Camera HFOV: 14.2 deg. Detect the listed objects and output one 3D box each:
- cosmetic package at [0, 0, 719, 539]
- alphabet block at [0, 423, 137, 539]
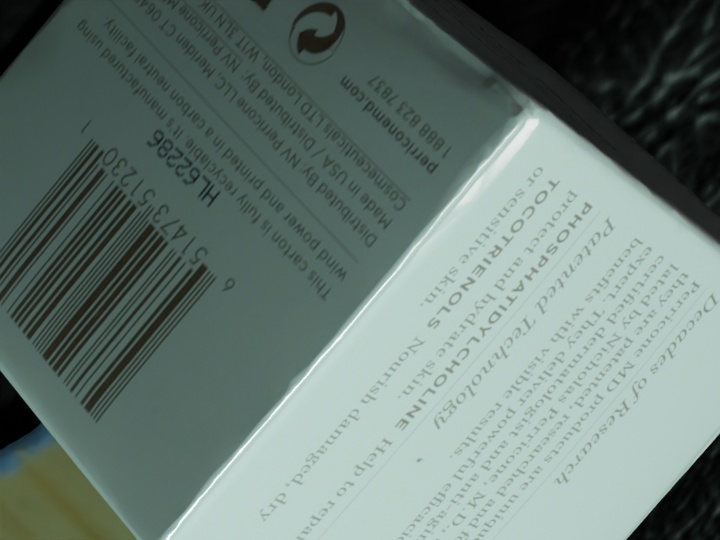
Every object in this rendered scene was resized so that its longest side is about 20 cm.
[{"bbox_3d":[0.000,0.000,0.899,0.167,0.167,0.200,-50,145,7],"label":"cosmetic package"},{"bbox_3d":[-0.093,0.201,0.941,0.196,0.200,0.196,-35,150,-44],"label":"alphabet block"}]
